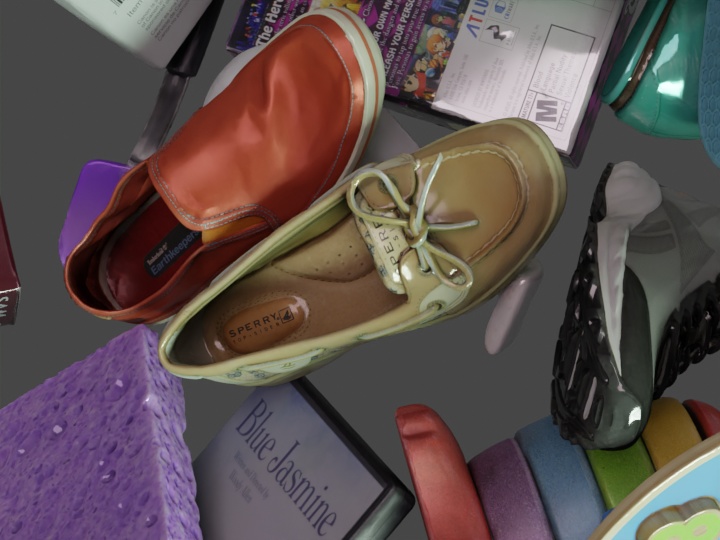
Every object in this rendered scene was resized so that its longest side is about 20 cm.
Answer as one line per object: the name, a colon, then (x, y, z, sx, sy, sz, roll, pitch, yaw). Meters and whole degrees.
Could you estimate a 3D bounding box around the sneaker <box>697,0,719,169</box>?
sneaker: (0.222, -0.135, 0.868, 0.130, 0.079, 0.201, 5, 100, -22)

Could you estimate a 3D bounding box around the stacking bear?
stacking bear: (0.128, 0.100, 0.853, 0.199, 0.114, 0.122, -16, 58, -1)

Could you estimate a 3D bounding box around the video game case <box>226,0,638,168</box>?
video game case: (0.052, -0.169, 0.961, 0.180, 0.036, 0.201, 18, 84, 16)

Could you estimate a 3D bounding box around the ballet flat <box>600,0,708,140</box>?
ballet flat: (0.176, -0.150, 0.921, 0.070, 0.067, 0.201, 22, 85, -7)

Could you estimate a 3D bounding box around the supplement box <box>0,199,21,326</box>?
supplement box: (-0.271, -0.014, 0.957, 0.199, 0.061, 0.110, -11, 75, -17)

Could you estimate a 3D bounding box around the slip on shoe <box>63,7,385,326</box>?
slip on shoe: (-0.063, -0.041, 0.904, 0.200, 0.061, 0.074, -41, 75, 29)

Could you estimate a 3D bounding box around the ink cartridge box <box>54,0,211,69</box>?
ink cartridge box: (-0.145, -0.218, 0.919, 0.144, 0.200, 0.146, 36, 89, 33)

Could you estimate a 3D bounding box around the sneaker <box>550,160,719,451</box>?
sneaker: (0.125, 0.013, 0.836, 0.079, 0.200, 0.074, 16, 118, 7)

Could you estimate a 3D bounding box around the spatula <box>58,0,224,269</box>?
spatula: (-0.096, -0.084, 0.988, 0.056, 0.021, 0.201, 18, 82, 5)

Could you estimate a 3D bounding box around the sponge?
sponge: (-0.121, 0.129, 0.892, 0.111, 0.030, 0.201, -31, 47, 21)

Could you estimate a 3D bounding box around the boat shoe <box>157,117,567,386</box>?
boat shoe: (0.000, 0.000, 0.868, 0.200, 0.063, 0.074, -33, 78, 28)

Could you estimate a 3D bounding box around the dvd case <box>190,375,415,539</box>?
dvd case: (-0.070, 0.144, 0.893, 0.200, 0.018, 0.143, -49, 30, 0)

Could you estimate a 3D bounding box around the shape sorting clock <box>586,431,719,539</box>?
shape sorting clock: (0.166, 0.133, 0.802, 0.200, 0.200, 0.039, -39, 41, 4)

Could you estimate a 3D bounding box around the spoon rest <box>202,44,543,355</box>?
spoon rest: (0.004, -0.032, 0.935, 0.200, 0.061, 0.100, 34, 115, 23)
